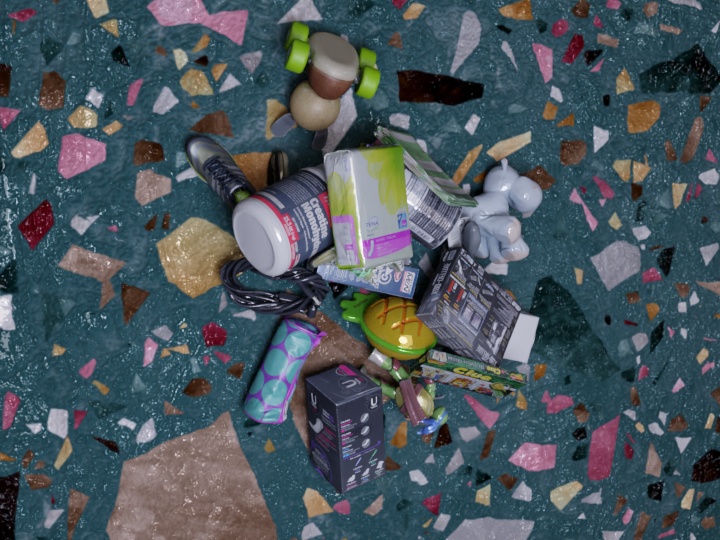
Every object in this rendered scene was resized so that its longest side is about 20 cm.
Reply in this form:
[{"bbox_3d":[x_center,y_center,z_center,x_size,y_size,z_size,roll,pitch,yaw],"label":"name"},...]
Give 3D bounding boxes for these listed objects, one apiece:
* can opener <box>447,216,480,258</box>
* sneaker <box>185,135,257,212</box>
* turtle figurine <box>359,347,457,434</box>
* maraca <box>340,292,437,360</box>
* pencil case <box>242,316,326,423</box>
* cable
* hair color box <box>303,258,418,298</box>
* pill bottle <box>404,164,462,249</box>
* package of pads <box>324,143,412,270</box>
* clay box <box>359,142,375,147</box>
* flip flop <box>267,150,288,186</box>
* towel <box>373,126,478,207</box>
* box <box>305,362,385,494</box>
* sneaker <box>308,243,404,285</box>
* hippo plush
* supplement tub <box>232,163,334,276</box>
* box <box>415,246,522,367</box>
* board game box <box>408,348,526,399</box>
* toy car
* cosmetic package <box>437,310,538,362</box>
[{"bbox_3d":[0.201,-0.030,1.658,0.052,0.067,0.201,-26,146,-9],"label":"can opener"},{"bbox_3d":[-0.234,-0.161,1.521,0.074,0.081,0.200,-44,99,-6],"label":"sneaker"},{"bbox_3d":[0.098,0.218,1.696,0.193,0.144,0.201,31,59,0],"label":"turtle figurine"},{"bbox_3d":[0.054,0.099,1.621,0.137,0.199,0.108,-28,141,-52],"label":"maraca"},{"bbox_3d":[-0.145,0.189,1.614,0.092,0.085,0.202,24,92,24],"label":"pencil case"},{"bbox_3d":[-0.159,0.031,1.554,0.198,0.163,0.051,20,60,-12],"label":"cable"},{"bbox_3d":[0.000,0.000,1.623,0.198,0.100,0.061,12,95,-20],"label":"hair color box"},{"bbox_3d":[0.081,-0.136,1.568,0.199,0.106,0.107,36,88,-13],"label":"pill bottle"},{"bbox_3d":[0.014,-0.108,1.437,0.154,0.068,0.202,-15,100,-50],"label":"package of pads"},{"bbox_3d":[0.031,-0.132,1.638,0.114,0.048,0.202,13,94,-19],"label":"clay box"},{"bbox_3d":[-0.138,-0.119,1.577,0.057,0.081,0.202,-3,96,-32],"label":"flip flop"},{"bbox_3d":[0.124,-0.190,1.568,0.200,0.152,0.023,46,110,18],"label":"towel"},{"bbox_3d":[-0.028,0.300,1.630,0.105,0.122,0.202,-17,118,-29],"label":"box"},{"bbox_3d":[0.003,-0.015,1.529,0.198,0.077,0.090,-12,87,-24],"label":"sneaker"},{"bbox_3d":[0.271,-0.121,1.692,0.199,0.160,0.161,28,68,20],"label":"hippo plush"},{"bbox_3d":[-0.107,-0.092,1.465,0.199,0.140,0.142,-32,109,-33],"label":"supplement tub"},{"bbox_3d":[0.210,0.078,1.619,0.200,0.050,0.159,42,60,-26],"label":"box"},{"bbox_3d":[0.200,0.196,1.601,0.198,0.105,0.024,16,59,-13],"label":"board game box"},{"bbox_3d":[-0.079,-0.316,1.546,0.163,0.158,0.201,17,123,-17],"label":"toy car"},{"bbox_3d":[0.256,0.118,1.745,0.198,0.074,0.103,14,95,-22],"label":"cosmetic package"}]
